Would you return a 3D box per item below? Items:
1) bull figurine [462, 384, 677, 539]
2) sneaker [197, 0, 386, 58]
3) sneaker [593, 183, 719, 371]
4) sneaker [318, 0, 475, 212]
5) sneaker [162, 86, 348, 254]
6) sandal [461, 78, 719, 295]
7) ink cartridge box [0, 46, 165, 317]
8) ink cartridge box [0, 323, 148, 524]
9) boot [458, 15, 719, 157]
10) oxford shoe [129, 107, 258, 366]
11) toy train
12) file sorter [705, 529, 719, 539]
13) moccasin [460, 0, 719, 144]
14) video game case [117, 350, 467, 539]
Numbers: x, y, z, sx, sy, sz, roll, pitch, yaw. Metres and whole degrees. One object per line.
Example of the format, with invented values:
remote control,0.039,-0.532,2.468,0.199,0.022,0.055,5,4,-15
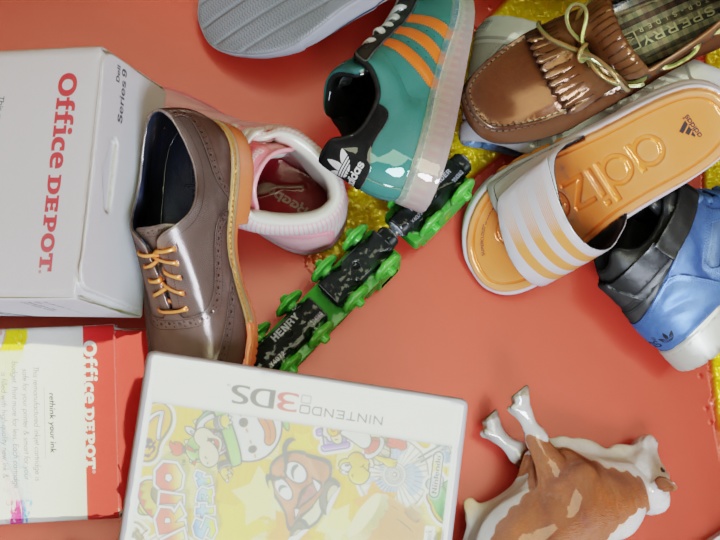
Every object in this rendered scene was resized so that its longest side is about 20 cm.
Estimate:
bull figurine,0.106,0.153,0.970,0.200,0.065,0.122,-40,85,-13
sneaker,-0.012,-0.186,0.980,0.199,0.071,0.074,-15,91,29
sneaker,0.238,-0.043,1.013,0.111,0.077,0.200,42,84,-10
sneaker,0.022,-0.128,0.965,0.079,0.072,0.201,18,48,-10
sneaker,-0.096,-0.073,0.956,0.199,0.105,0.076,23,81,-3
sandal,0.141,-0.050,0.956,0.206,0.059,0.079,-35,98,28
ink cartridge box,-0.224,-0.048,0.902,0.198,0.084,0.147,1,80,21
ink cartridge box,-0.205,0.096,0.931,0.198,0.067,0.117,-1,82,-9
boot,0.164,-0.100,1.022,0.198,0.074,0.096,13,85,3
oxford shoe,-0.105,0.006,0.868,0.071,0.073,0.202,-9,75,26
toy train,0.000,0.000,0.982,0.042,0.056,0.200,43,78,11
file sorter,0.275,0.229,0.953,0.199,0.125,0.139,-32,87,-12
moccasin,0.157,-0.138,0.951,0.200,0.078,0.074,-19,78,-3
video game case,-0.041,0.156,0.825,0.180,0.023,0.202,9,81,-10
